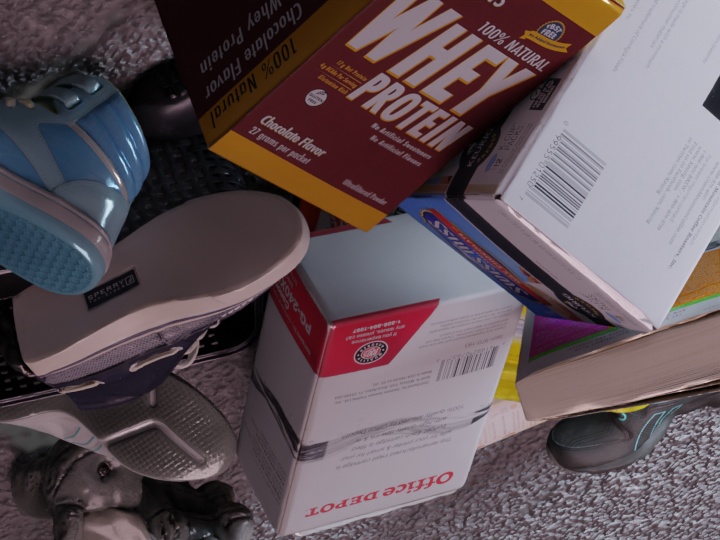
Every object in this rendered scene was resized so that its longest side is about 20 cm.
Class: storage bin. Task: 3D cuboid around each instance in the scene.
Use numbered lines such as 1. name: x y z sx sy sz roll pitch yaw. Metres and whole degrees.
1. storage bin: -0.169 -0.004 1.439 0.200 0.094 0.135 -12 142 -13

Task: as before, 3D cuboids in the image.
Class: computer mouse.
1. computer mouse: -0.053 -0.127 1.395 0.200 0.034 0.059 -25 142 2

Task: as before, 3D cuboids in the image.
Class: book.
1. book: 0.162 0.027 1.337 0.134 0.200 0.048 -14 105 12

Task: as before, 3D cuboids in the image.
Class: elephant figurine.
1. elephant figurine: -0.187 0.167 1.632 0.141 0.155 0.200 -6 146 42

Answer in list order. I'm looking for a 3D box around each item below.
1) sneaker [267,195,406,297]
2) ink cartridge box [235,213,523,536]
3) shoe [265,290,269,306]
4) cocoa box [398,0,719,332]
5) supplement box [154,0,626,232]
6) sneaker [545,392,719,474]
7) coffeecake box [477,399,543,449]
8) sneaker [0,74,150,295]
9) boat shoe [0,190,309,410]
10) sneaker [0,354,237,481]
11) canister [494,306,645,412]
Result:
1. sneaker: 0.000 0.000 1.480 0.108 0.067 0.201 12 107 -7
2. ink cartridge box: 0.010 0.064 1.445 0.145 0.083 0.200 -12 139 -26
3. shoe: 0.002 -0.032 1.534 0.200 0.053 0.070 -33 111 7
4. cocoa box: 0.137 -0.085 1.277 0.133 0.131 0.200 38 76 -24
5. supplement box: 0.001 -0.171 1.231 0.197 0.200 0.133 -40 139 22
6. sneaker: 0.231 0.088 1.787 0.200 0.075 0.079 -29 129 -2
7. coffeecake box: 0.032 0.104 1.647 0.200 0.073 0.154 -23 166 -1
8. sneaker: -0.216 -0.085 1.339 0.200 0.131 0.080 36 142 -10
9. boat shoe: -0.114 0.020 1.372 0.200 0.075 0.093 -20 150 10
10. sneaker: -0.173 0.088 1.515 0.200 0.070 0.080 18 178 10
11. canister: 0.139 -0.013 1.482 0.148 0.087 0.200 7 126 2
